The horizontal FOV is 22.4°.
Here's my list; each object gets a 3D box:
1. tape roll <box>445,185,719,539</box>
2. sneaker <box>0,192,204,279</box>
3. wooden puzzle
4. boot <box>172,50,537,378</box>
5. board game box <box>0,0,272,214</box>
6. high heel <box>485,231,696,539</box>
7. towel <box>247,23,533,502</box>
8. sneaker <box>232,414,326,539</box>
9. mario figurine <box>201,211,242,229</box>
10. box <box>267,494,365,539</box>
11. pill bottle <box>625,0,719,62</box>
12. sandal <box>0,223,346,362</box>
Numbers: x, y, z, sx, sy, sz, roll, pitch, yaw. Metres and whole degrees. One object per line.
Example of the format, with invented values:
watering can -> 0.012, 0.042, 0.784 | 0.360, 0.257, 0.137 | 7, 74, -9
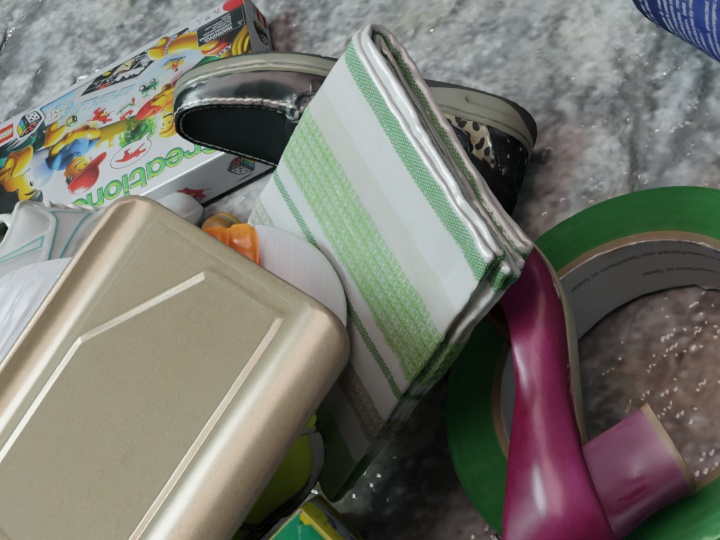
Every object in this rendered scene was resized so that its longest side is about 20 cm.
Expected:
tape roll -> 0.138, 0.057, 0.863 | 0.200, 0.048, 0.201 | -18, 51, 23
sneaker -> -0.163, -0.012, 1.034 | 0.080, 0.200, 0.070 | 47, 128, 6
wooden puzzle -> -0.104, 0.071, 0.825 | 0.185, 0.037, 0.200 | -56, 39, -3
boot -> -0.014, -0.031, 0.972 | 0.202, 0.074, 0.154 | 9, 64, 4
board game box -> -0.143, -0.081, 1.157 | 0.199, 0.035, 0.127 | -26, 49, 16
high heel -> 0.063, 0.050, 0.835 | 0.096, 0.068, 0.200 | -31, 50, -2
towel -> 0.000, 0.000, 0.883 | 0.150, 0.031, 0.200 | 61, 141, 27
sneaker -> -0.075, 0.120, 0.882 | 0.075, 0.200, 0.077 | 31, 47, 4
mario figurine -> -0.133, 0.052, 1.003 | 0.106, 0.124, 0.200 | 24, 70, 29
box -> -0.048, 0.162, 0.849 | 0.048, 0.200, 0.117 | 44, 88, 3
pill bottle -> 0.198, -0.164, 0.932 | 0.111, 0.111, 0.200 | -46, 46, -3
sandal -> -0.095, 0.024, 0.918 | 0.206, 0.059, 0.080 | -2, 69, 23
